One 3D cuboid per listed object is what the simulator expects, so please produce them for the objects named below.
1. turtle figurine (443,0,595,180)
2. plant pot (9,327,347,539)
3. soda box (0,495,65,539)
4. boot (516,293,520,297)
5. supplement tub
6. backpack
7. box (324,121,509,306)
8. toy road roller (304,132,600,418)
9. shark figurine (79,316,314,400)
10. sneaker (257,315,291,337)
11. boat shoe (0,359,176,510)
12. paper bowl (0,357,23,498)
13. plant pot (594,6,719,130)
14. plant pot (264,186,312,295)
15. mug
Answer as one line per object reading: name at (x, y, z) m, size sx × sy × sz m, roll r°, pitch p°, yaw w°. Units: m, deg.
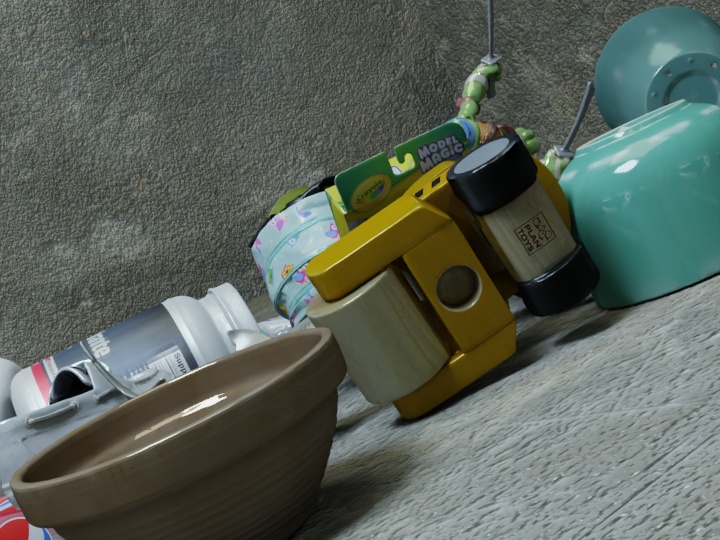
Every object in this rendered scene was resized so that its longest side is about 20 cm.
turtle figurine at (0.161, -0.137, 1.189) m, size 0.200 × 0.144 × 0.194 m, roll -64°, pitch -25°, yaw -1°
plant pot at (-0.088, 0.115, 0.704) m, size 0.200 × 0.093 × 0.201 m, roll -25°, pitch 7°, yaw 3°
soda box at (-0.205, 0.176, 0.883) m, size 0.200 × 0.064 × 0.070 m, roll -26°, pitch 3°, yaw 4°
boot at (0.199, -0.020, 1.088) m, size 0.199 × 0.078 × 0.138 m, roll -13°, pitch 24°, yaw -9°
supplement tub at (-0.173, 0.108, 1.021) m, size 0.200 × 0.141 × 0.140 m, roll -26°, pitch 4°, yaw -13°
backpack at (0.000, 0.000, 1.110) m, size 0.167 × 0.127 × 0.200 m, roll -45°, pitch -34°, yaw 17°
box at (0.046, -0.021, 0.987) m, size 0.117 × 0.200 × 0.048 m, roll -26°, pitch 38°, yaw -12°
toy road roller at (0.058, -0.005, 0.872) m, size 0.200 × 0.123 × 0.146 m, roll -35°, pitch 16°, yaw -4°
shark figurine at (-0.092, 0.070, 0.898) m, size 0.214 × 0.090 × 0.128 m, roll -19°, pitch -43°, yaw -27°
sneaker at (-0.083, 0.081, 1.399) m, size 0.199 × 0.078 × 0.140 m, roll -15°, pitch 3°, yaw 4°
boat shoe at (-0.190, 0.098, 0.856) m, size 0.072 × 0.069 × 0.200 m, roll -22°, pitch 6°, yaw 29°
paper bowl at (-0.333, 0.151, 1.044) m, size 0.104 × 0.201 × 0.201 m, roll -8°, pitch 4°, yaw 2°
plant pot at (0.422, -0.238, 1.628) m, size 0.200 × 0.201 × 0.161 m, roll -25°, pitch 17°, yaw 9°
plant pot at (0.011, -0.020, 1.546) m, size 0.200 × 0.188 × 0.187 m, roll -3°, pitch 17°, yaw 38°
mug at (0.207, -0.050, 0.907) m, size 0.185 × 0.115 × 0.152 m, roll -24°, pitch 4°, yaw 6°
